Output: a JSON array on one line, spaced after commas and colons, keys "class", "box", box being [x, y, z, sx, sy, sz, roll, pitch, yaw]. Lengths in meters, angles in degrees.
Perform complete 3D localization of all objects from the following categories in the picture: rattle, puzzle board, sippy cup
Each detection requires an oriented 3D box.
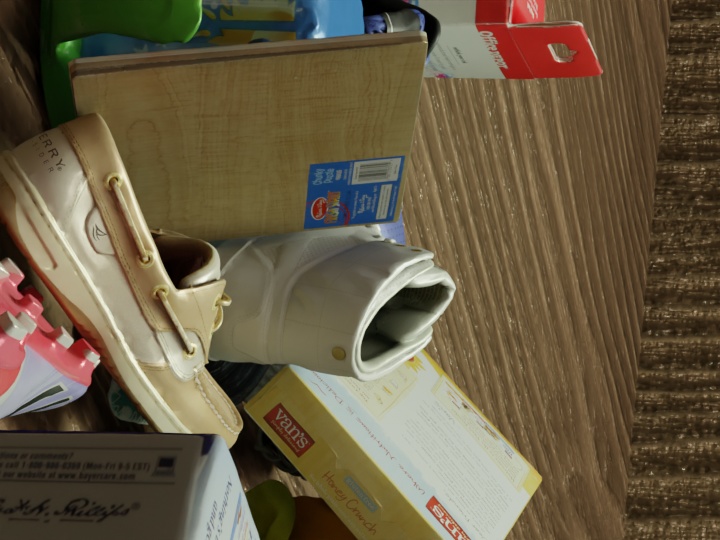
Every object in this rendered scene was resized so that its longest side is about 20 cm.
[{"class": "rattle", "box": [-0.051, 0.090, 1.215, 0.130, 0.142, 0.201, -83, 166, -62]}, {"class": "puzzle board", "box": [-0.051, -0.058, 1.098, 0.200, 0.150, 0.017, 97, -14, -69]}, {"class": "sippy cup", "box": [-0.069, -0.109, 1.148, 0.178, 0.130, 0.140, -68, 155, -56]}]

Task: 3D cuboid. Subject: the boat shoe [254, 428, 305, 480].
[{"class": "boat shoe", "box": [-0.028, 0.108, 1.433, 0.200, 0.063, 0.073, 17, 54, -87]}]

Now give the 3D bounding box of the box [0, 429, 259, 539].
[{"class": "box", "box": [-0.123, 0.151, 0.828, 0.200, 0.183, 0.105, 77, 17, -48]}]

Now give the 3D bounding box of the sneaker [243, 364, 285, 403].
[{"class": "sneaker", "box": [-0.034, 0.000, 1.439, 0.082, 0.074, 0.201, 67, 30, -60]}]

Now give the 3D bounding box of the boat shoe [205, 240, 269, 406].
[{"class": "boat shoe", "box": [-0.068, -0.027, 1.311, 0.091, 0.071, 0.201, 72, 31, -57]}]

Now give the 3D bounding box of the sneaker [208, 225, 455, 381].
[{"class": "sneaker", "box": [0.000, 0.000, 1.230, 0.200, 0.115, 0.074, -50, 145, -55]}]

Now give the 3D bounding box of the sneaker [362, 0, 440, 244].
[{"class": "sneaker", "box": [-0.007, -0.091, 1.353, 0.080, 0.115, 0.200, -9, 81, -40]}]

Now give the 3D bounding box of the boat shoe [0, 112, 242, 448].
[{"class": "boat shoe", "box": [-0.092, 0.011, 1.072, 0.074, 0.069, 0.200, 52, -4, 46]}]

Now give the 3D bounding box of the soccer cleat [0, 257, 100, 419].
[{"class": "soccer cleat", "box": [-0.157, 0.039, 0.966, 0.076, 0.067, 0.200, -43, 176, -1]}]

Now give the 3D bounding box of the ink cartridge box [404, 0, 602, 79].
[{"class": "ink cartridge box", "box": [0.045, -0.163, 1.477, 0.116, 0.199, 0.068, 42, 51, -73]}]

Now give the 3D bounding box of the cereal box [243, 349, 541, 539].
[{"class": "cereal box", "box": [0.022, 0.094, 1.283, 0.144, 0.040, 0.200, 48, 17, 3]}]
